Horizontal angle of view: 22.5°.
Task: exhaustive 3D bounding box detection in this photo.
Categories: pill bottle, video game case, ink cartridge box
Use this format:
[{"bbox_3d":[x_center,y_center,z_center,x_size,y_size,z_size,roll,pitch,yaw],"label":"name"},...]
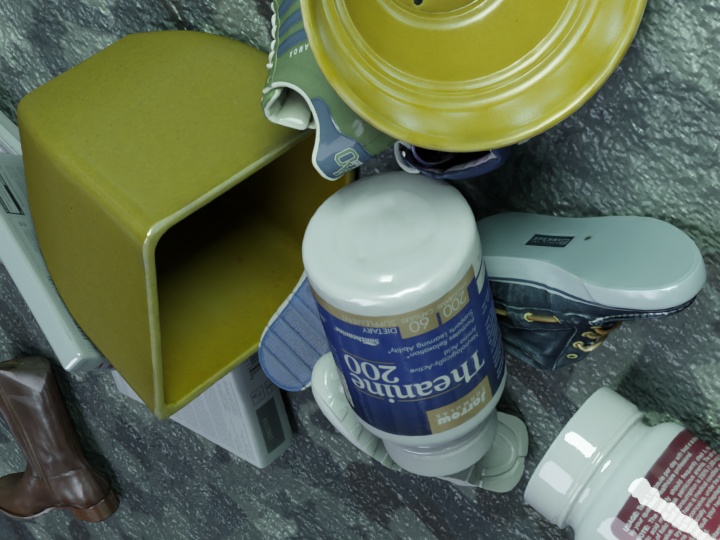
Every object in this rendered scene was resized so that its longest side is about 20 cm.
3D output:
[{"bbox_3d":[0.035,0.042,1.167,0.110,0.111,0.201,23,148,32],"label":"pill bottle"},{"bbox_3d":[0.214,0.174,1.194,0.199,0.114,0.115,37,145,16],"label":"pill bottle"},{"bbox_3d":[-0.217,-0.007,1.417,0.023,0.182,0.201,-41,70,21],"label":"video game case"},{"bbox_3d":[-0.154,0.067,1.572,0.199,0.057,0.164,26,142,42],"label":"ink cartridge box"}]

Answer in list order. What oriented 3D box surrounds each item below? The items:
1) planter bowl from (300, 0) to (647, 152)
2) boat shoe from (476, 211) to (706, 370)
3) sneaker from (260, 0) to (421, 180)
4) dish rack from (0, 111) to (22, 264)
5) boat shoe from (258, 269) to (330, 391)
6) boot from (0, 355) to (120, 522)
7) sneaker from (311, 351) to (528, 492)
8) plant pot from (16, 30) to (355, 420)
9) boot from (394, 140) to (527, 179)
[{"bbox_3d":[0.056,-0.175,1.007,0.084,0.199,0.202,-118,5,-63],"label":"planter bowl"},{"bbox_3d":[0.150,0.018,1.155,0.199,0.071,0.092,12,134,51],"label":"boat shoe"},{"bbox_3d":[-0.034,-0.133,1.115,0.067,0.090,0.201,36,-167,-47],"label":"sneaker"},{"bbox_3d":[-0.319,-0.084,1.600,0.200,0.044,0.172,43,147,8],"label":"dish rack"},{"bbox_3d":[0.000,0.000,1.289,0.072,0.072,0.200,46,121,4],"label":"boat shoe"},{"bbox_3d":[-0.353,0.167,1.873,0.185,0.064,0.201,-3,126,34],"label":"boot"},{"bbox_3d":[0.031,0.111,1.314,0.199,0.077,0.080,31,166,-35],"label":"sneaker"},{"bbox_3d":[-0.139,-0.059,1.301,0.200,0.195,0.195,38,146,28],"label":"plant pot"},{"bbox_3d":[0.038,-0.099,1.136,0.199,0.090,0.073,-5,121,50],"label":"boot"}]
